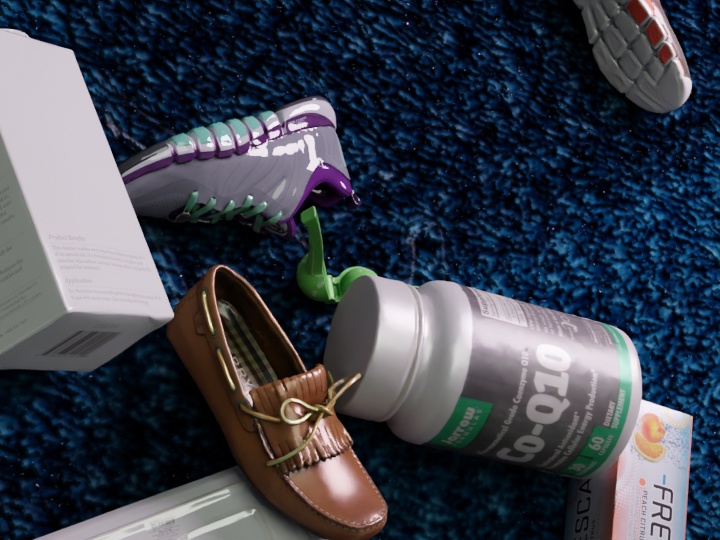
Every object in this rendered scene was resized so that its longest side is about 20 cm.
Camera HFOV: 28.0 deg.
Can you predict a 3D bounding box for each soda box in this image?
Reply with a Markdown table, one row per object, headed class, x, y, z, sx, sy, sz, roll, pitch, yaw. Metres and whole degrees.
| class | x | y | z | sx | sy | sz | roll | pitch | yaw |
| --- | --- | --- | --- | --- | --- | --- | --- | --- | --- |
| soda box | 0.186 | 0.195 | 1.021 | 0.063 | 0.068 | 0.201 | 19 | 64 | -19 |

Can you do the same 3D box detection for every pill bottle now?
| class | x | y | z | sx | sy | sz | roll | pitch | yaw |
| --- | --- | --- | --- | --- | --- | --- | --- | --- | --- |
| pill bottle | 0.082 | 0.072 | 0.992 | 0.199 | 0.113 | 0.114 | 14 | 65 | -20 |

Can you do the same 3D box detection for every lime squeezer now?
| class | x | y | z | sx | sy | sz | roll | pitch | yaw |
| --- | --- | --- | --- | --- | --- | --- | --- | --- | --- |
| lime squeezer | 0.000 | 0.000 | 1.011 | 0.200 | 0.071 | 0.038 | 26 | 31 | -49 |

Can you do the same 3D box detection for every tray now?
| class | x | y | z | sx | sy | sz | roll | pitch | yaw |
| --- | --- | --- | --- | --- | --- | --- | --- | --- | --- |
| tray | -0.110 | 0.183 | 0.888 | 0.199 | 0.022 | 0.108 | -18 | 62 | -27 |

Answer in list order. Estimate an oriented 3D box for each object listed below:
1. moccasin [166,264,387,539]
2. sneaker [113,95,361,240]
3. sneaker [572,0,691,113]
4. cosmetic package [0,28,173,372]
| class | x | y | z | sx | sy | sz | roll | pitch | yaw |
| --- | --- | --- | --- | --- | --- | --- | --- | --- | --- |
| moccasin | -0.047 | 0.083 | 0.917 | 0.073 | 0.078 | 0.202 | -9 | 57 | -41 |
| sneaker | -0.086 | -0.055 | 0.984 | 0.199 | 0.074 | 0.088 | -22 | 86 | -31 |
| sneaker | 0.225 | -0.228 | 1.200 | 0.082 | 0.077 | 0.200 | -28 | 85 | -38 |
| cosmetic package | -0.205 | -0.044 | 0.883 | 0.113 | 0.081 | 0.201 | 10 | 53 | -62 |
